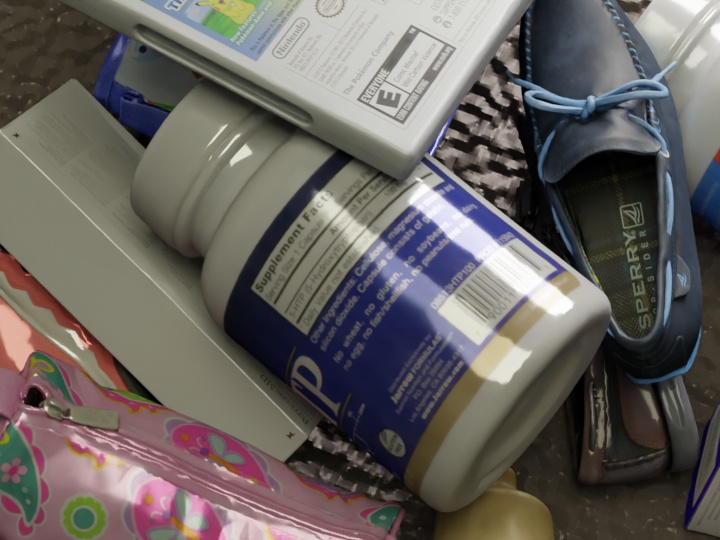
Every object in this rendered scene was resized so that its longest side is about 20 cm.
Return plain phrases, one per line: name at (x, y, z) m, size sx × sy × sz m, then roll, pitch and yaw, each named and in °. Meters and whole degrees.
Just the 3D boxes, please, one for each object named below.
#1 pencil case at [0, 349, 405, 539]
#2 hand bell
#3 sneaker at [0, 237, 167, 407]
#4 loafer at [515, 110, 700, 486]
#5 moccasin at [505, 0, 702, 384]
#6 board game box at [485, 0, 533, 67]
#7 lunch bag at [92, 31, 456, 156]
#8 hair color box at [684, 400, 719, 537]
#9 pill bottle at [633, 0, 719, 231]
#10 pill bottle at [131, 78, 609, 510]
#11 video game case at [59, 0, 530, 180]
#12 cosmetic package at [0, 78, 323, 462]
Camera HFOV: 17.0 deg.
pencil case at (-0.081, 0.107, 1.076) m, size 0.199 × 0.087 × 0.088 m, roll 25°, pitch 69°, yaw -4°
hand bell at (0.065, 0.088, 1.154) m, size 0.103 × 0.104 × 0.201 m, roll 4°, pitch 56°, yaw 0°
sneaker at (-0.143, 0.057, 1.167) m, size 0.087 × 0.074 × 0.200 m, roll -44°, pitch 83°, yaw 17°
loafer at (0.107, 0.009, 1.184) m, size 0.062 × 0.072 × 0.201 m, roll -17°, pitch 73°, yaw -5°
moccasin at (0.122, -0.050, 1.126) m, size 0.080 × 0.068 × 0.202 m, roll -21°, pitch 74°, yaw 10°
board game box at (-0.004, -0.178, 1.143) m, size 0.199 × 0.035 × 0.127 m, roll 31°, pitch 63°, yaw 11°
lunch bag at (-0.021, -0.127, 1.206) m, size 0.169 × 0.124 × 0.201 m, roll 22°, pitch 62°, yaw 6°
hair color box at (0.261, 0.103, 1.129) m, size 0.198 × 0.109 × 0.065 m, roll 16°, pitch 67°, yaw 4°
pill bottle at (0.218, -0.058, 1.191) m, size 0.199 × 0.112 × 0.112 m, roll 35°, pitch 71°, yaw 12°
pill bottle at (0.000, 0.000, 1.071) m, size 0.200 × 0.120 × 0.120 m, roll 39°, pitch 72°, yaw 15°
video game case at (-0.013, -0.149, 1.079) m, size 0.181 × 0.022 × 0.200 m, roll 28°, pitch 55°, yaw 10°
cosmetic package at (-0.095, 0.006, 1.142) m, size 0.200 × 0.083 × 0.051 m, roll 45°, pitch 117°, yaw -1°
